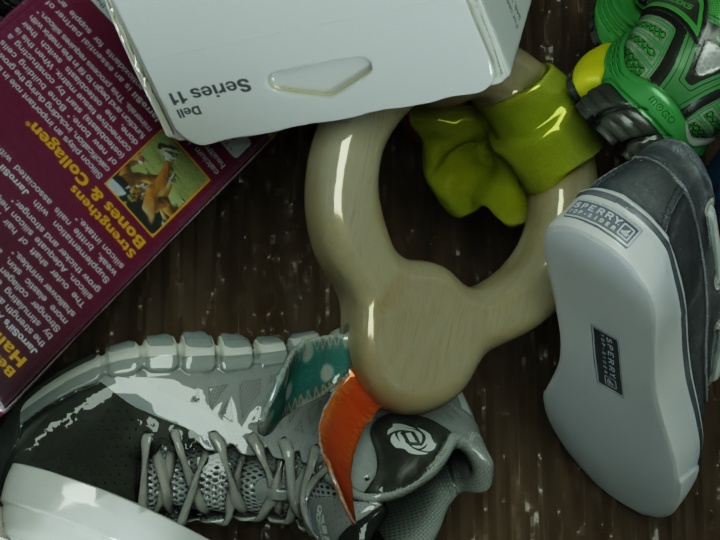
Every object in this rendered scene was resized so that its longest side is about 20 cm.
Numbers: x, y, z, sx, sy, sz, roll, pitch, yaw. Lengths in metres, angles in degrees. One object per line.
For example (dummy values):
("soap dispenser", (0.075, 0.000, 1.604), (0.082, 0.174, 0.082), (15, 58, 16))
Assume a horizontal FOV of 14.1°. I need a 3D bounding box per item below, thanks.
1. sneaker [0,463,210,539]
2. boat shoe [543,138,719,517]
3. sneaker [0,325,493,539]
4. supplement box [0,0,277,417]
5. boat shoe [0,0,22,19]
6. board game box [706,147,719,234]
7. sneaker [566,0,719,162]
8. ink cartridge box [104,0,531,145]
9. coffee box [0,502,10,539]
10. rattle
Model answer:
("sneaker", (-0.080, 0.160, 1.109), (0.200, 0.074, 0.116), (39, 73, -39))
("boat shoe", (0.115, 0.023, 1.150), (0.072, 0.200, 0.068), (31, 63, 29))
("sneaker", (-0.040, 0.080, 1.148), (0.199, 0.075, 0.116), (-12, 38, -15))
("supplement box", (-0.138, -0.027, 1.150), (0.110, 0.086, 0.200), (47, 49, -5))
("boat shoe", (-0.066, -0.125, 1.246), (0.199, 0.060, 0.076), (2, 74, -4))
("board game box", (0.241, -0.024, 1.167), (0.195, 0.200, 0.056), (0, 77, -4))
("sneaker", (0.145, -0.095, 1.194), (0.085, 0.200, 0.078), (-40, 99, 19))
("ink cartridge box", (-0.002, -0.150, 1.140), (0.146, 0.083, 0.200), (-10, 37, 23))
("coffee box", (-0.190, 0.182, 1.135), (0.113, 0.080, 0.201), (20, 73, 1))
("rattle", (0.000, 0.000, 1.163), (0.130, 0.143, 0.201), (32, 76, -40))
